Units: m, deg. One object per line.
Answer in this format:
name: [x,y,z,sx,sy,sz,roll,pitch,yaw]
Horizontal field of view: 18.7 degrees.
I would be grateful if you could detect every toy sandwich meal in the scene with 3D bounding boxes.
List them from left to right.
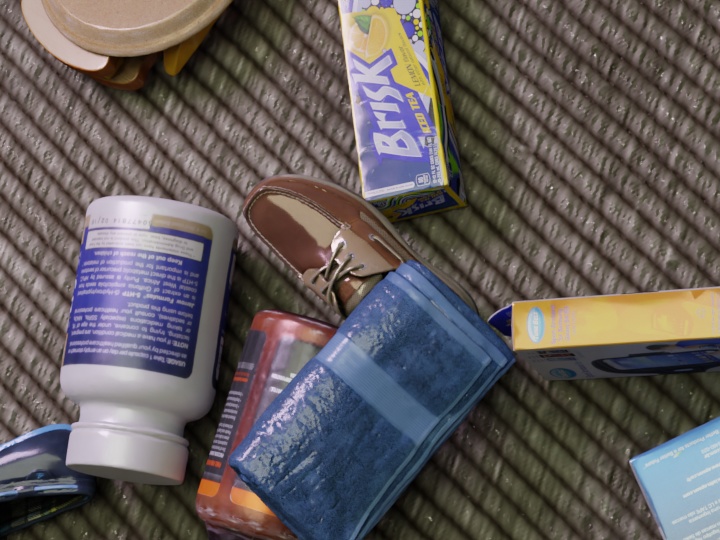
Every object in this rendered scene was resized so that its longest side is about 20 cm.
toy sandwich meal: [-0.170,-0.237,1.753,0.203,0.070,0.207,-7,63,14]

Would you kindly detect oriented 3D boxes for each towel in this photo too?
towel: [0.007,0.097,1.534,0.112,0.049,0.200,43,81,-10]

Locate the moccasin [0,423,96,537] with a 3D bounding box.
moccasin: [-0.295,0.185,1.671,0.199,0.080,0.069,-29,58,9]

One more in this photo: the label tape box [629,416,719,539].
label tape box: [0.292,0.193,1.503,0.143,0.066,0.201,-26,73,9]

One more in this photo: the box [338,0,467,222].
box: [0.030,-0.143,1.666,0.070,0.064,0.202,-11,73,14]

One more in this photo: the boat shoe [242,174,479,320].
boat shoe: [0.000,0.000,1.597,0.199,0.072,0.076,32,112,-1]

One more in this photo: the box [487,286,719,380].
box: [0.193,0.046,1.540,0.198,0.119,0.042,-6,75,16]

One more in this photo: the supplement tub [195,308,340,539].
supplement tub: [-0.057,0.137,1.599,0.106,0.107,0.201,16,82,20]

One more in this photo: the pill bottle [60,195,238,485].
pill bottle: [-0.162,0.054,1.645,0.119,0.120,0.202,4,77,18]
